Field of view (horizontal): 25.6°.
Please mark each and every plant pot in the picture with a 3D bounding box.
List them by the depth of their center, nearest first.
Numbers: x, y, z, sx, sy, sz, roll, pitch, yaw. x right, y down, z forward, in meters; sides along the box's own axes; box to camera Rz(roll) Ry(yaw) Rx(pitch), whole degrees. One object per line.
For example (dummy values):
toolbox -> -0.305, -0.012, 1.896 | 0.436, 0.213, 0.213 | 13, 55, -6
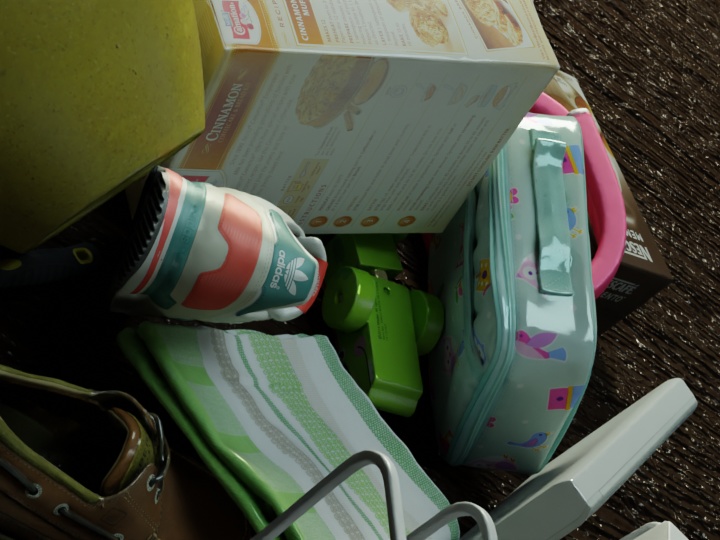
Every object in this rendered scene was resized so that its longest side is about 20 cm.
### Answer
plant pot -> -0.150, -0.094, 0.709 | 0.143, 0.199, 0.200 | 57, 28, -6

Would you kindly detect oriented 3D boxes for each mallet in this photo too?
mallet -> -0.175, 0.012, 0.712 | 0.199, 0.041, 0.066 | 2, 55, -60

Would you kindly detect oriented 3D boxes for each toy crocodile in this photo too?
toy crocodile -> 0.000, 0.000, 0.962 | 0.067, 0.062, 0.202 | 14, 49, -35

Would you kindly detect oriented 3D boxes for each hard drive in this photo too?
hard drive -> 0.109, 0.128, 0.896 | 0.026, 0.132, 0.200 | 54, 29, 7

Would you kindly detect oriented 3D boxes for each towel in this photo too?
towel -> -0.025, 0.084, 0.782 | 0.149, 0.031, 0.200 | 49, 12, 18

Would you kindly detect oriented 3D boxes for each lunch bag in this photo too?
lunch bag -> 0.088, 0.006, 0.955 | 0.076, 0.161, 0.202 | 4, 54, -7

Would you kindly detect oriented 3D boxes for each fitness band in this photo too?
fitness band -> 0.108, -0.053, 1.107 | 0.142, 0.038, 0.202 | -9, 59, -11

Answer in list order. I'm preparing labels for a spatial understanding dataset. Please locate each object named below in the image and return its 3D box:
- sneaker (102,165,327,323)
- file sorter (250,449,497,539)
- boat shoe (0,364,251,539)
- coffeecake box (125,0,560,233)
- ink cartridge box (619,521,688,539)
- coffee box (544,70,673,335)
sneaker -> -0.068, -0.001, 0.752 | 0.092, 0.071, 0.200 | 20, -5, -8
file sorter -> 0.045, 0.177, 0.585 | 0.199, 0.124, 0.140 | 30, 36, -31
boat shoe -> -0.111, 0.092, 0.678 | 0.199, 0.068, 0.073 | 22, 39, -44
coffeecake box -> -0.017, -0.092, 0.866 | 0.198, 0.154, 0.074 | -1, 56, -29
ink cartridge box -> 0.116, 0.238, 0.767 | 0.083, 0.146, 0.201 | 45, 29, -14
coffee box -> 0.146, -0.062, 1.215 | 0.114, 0.080, 0.202 | 13, 47, -48
